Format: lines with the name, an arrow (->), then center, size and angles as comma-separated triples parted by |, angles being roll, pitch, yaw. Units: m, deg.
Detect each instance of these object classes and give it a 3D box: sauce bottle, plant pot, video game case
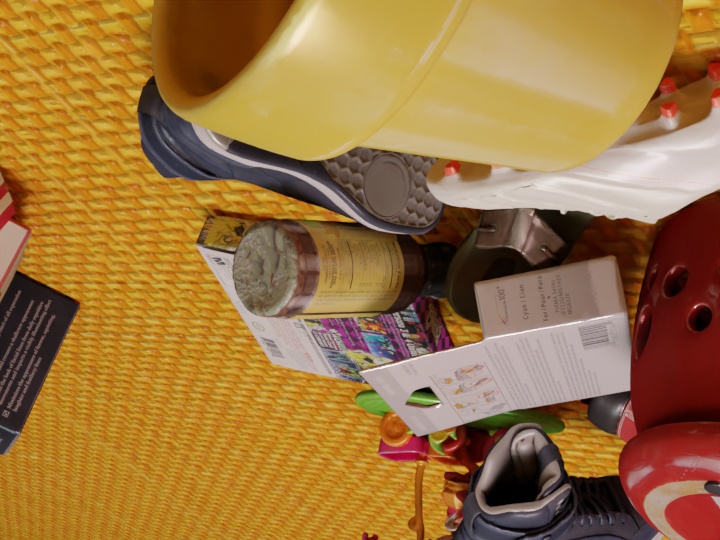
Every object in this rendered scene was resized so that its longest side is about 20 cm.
sauce bottle -> 0.000, 0.000, 0.872 | 0.064, 0.066, 0.199 | -2, 178, 37
plant pot -> 0.033, -0.134, 0.570 | 0.187, 0.204, 0.200 | 17, 158, -29
plant pot -> 0.256, 0.079, 0.793 | 0.198, 0.184, 0.201 | 19, 154, 9
video game case -> -0.021, 0.032, 1.064 | 0.179, 0.036, 0.201 | 9, 151, 23

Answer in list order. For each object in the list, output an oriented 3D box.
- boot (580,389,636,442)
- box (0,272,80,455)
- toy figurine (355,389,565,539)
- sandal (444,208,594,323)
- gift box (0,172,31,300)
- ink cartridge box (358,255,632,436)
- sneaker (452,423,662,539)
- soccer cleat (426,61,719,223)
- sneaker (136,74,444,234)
boot -> 0.253, 0.137, 1.043 | 0.143, 0.073, 0.200 | 30, 173, 31
box -> -0.405, 0.068, 1.283 | 0.198, 0.150, 0.107 | 28, 152, -13
toy figurine -> 0.075, 0.213, 1.129 | 0.197, 0.187, 0.150 | 1, 163, 31
sandal -> 0.106, -0.020, 0.833 | 0.079, 0.058, 0.202 | 18, 139, 1
gift box -> -0.392, -0.009, 1.108 | 0.182, 0.203, 0.187 | 23, 169, -13
ink cartridge box -> 0.101, 0.058, 0.897 | 0.173, 0.045, 0.200 | -12, 159, 10
sneaker -> 0.170, 0.178, 1.015 | 0.199, 0.077, 0.147 | -14, 138, -17
soccer cleat -> 0.132, -0.055, 0.724 | 0.197, 0.070, 0.078 | -11, 124, 26
sneaker -> -0.051, -0.080, 0.845 | 0.201, 0.078, 0.145 | 23, 169, -34
